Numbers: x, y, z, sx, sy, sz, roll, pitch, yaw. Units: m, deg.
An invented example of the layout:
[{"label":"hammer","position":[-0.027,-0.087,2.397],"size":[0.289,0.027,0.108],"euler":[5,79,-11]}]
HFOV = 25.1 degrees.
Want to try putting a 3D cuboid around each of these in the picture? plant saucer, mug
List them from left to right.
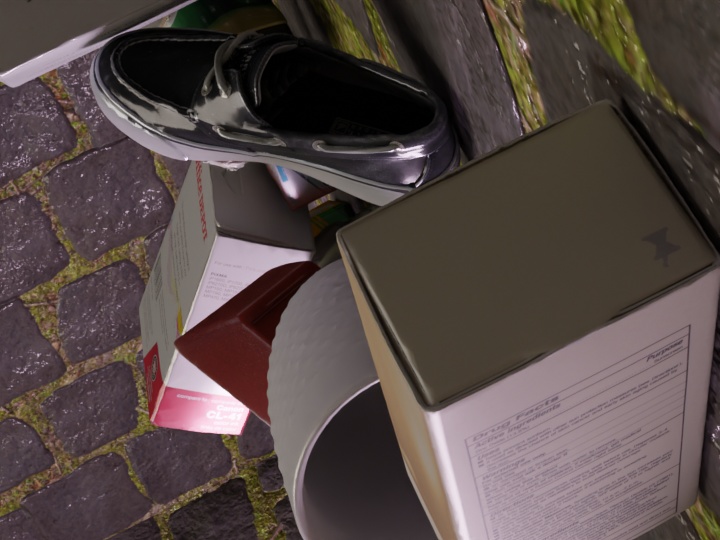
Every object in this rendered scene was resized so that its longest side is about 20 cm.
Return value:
[{"label":"plant saucer","position":[-0.005,0.071,1.081],"size":[0.199,0.037,0.200],"euler":[37,-159,4]},{"label":"mug","position":[0.035,0.085,0.927],"size":[0.200,0.148,0.176],"euler":[40,-168,-27]}]

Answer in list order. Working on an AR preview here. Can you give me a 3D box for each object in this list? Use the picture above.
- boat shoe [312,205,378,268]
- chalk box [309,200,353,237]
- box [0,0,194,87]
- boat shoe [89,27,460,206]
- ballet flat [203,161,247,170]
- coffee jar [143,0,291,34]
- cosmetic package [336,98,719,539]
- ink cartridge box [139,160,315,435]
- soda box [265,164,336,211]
[{"label":"boat shoe","position":[-0.002,0.002,1.234],"size":[0.066,0.075,0.199],"euler":[43,164,-10]},{"label":"chalk box","position":[-0.031,0.053,1.459],"size":[0.201,0.124,0.124],"euler":[64,175,-5]},{"label":"box","position":[-0.145,-0.227,0.846],"size":[0.200,0.199,0.131],"euler":[65,173,-9]},{"label":"boat shoe","position":[-0.047,-0.087,0.789],"size":[0.198,0.072,0.068],"euler":[20,158,18]},{"label":"ballet flat","position":[-0.116,-0.171,1.150],"size":[0.072,0.071,0.202],"euler":[-133,32,-73]},{"label":"coffee jar","position":[-0.119,-0.192,1.049],"size":[0.085,0.104,0.202],"euler":[-26,-89,-50]},{"label":"cosmetic package","position":[0.062,0.040,0.566],"size":[0.201,0.104,0.071],"euler":[76,167,-60]},{"label":"ink cartridge box","position":[-0.111,0.009,1.290],"size":[0.148,0.085,0.201],"euler":[-102,31,-49]},{"label":"soda box","position":[-0.067,-0.137,1.252],"size":[0.201,0.063,0.069],"euler":[59,172,46]}]
